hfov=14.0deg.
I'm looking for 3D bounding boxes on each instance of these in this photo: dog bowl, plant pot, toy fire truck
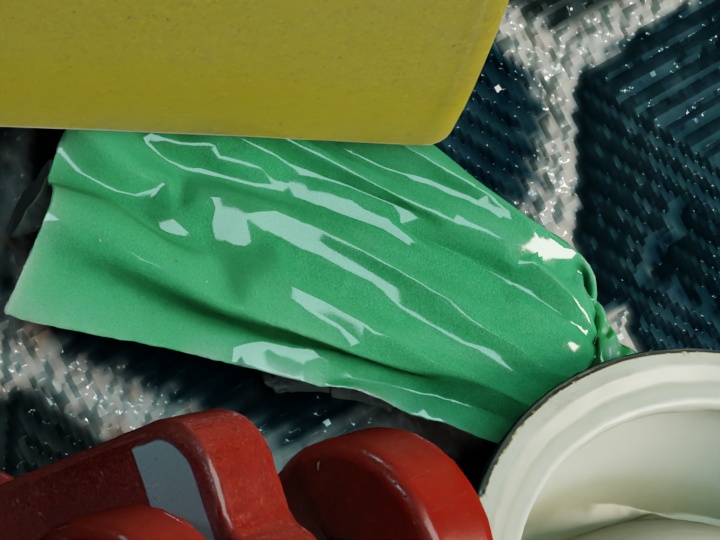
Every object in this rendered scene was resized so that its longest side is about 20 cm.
[{"bbox_3d":[0.106,0.124,0.825,0.200,0.074,0.200,14,50,-17],"label":"dog bowl"},{"bbox_3d":[-0.048,-0.166,0.771,0.200,0.176,0.200,1,63,-23],"label":"plant pot"},{"bbox_3d":[-0.044,0.136,0.744,0.112,0.168,0.200,-15,85,-46],"label":"toy fire truck"}]

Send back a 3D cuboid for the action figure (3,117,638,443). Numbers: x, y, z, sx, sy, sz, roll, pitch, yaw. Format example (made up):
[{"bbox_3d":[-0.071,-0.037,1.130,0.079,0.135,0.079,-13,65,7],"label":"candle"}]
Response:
[{"bbox_3d":[0.000,0.000,0.850,0.200,0.055,0.118,24,69,-18],"label":"action figure"}]
